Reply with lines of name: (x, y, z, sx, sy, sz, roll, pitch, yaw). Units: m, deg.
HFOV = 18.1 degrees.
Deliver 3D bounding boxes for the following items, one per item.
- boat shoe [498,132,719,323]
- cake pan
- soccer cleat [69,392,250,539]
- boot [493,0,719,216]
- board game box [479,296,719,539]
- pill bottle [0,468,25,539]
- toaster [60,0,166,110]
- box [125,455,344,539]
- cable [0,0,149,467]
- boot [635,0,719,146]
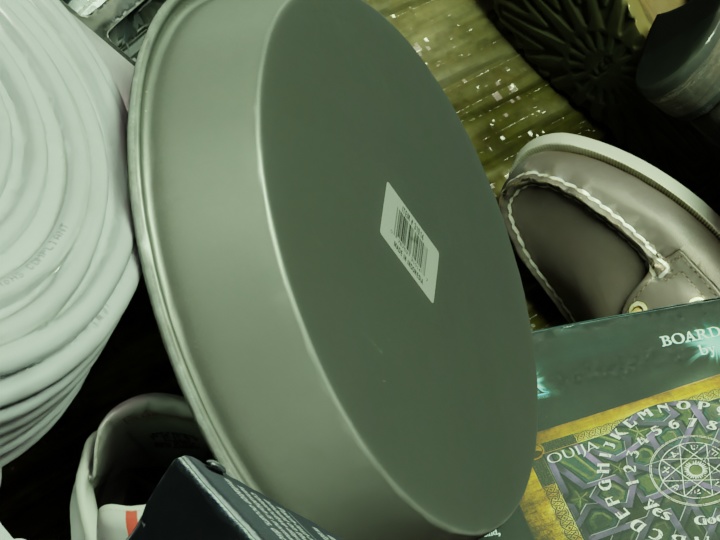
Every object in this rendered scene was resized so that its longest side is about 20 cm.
boat shoe: (0.123, 0.033, 0.852, 0.200, 0.072, 0.060, 46, 47, 0)
cake pan: (0.000, 0.000, 0.692, 0.200, 0.037, 0.201, 45, 35, -44)
soccer cleat: (-0.053, 0.069, 0.678, 0.068, 0.086, 0.200, -12, 17, 2)
boot: (0.159, -0.131, 0.985, 0.175, 0.066, 0.200, 51, 51, -4)
board game box: (0.084, 0.077, 0.768, 0.199, 0.028, 0.136, -10, 52, -4)
pill bottle: (-0.177, 0.052, 0.657, 0.200, 0.116, 0.116, 48, 51, 9)
toaster: (-0.109, -0.100, 0.792, 0.181, 0.119, 0.200, 41, 50, 2)
box: (0.006, 0.163, 0.563, 0.200, 0.148, 0.104, 34, 1, -33)
cable: (-0.153, -0.032, 0.608, 0.199, 0.069, 0.201, 21, 43, -23)
boot: (0.208, -0.079, 0.917, 0.174, 0.069, 0.200, 39, 63, -16)
